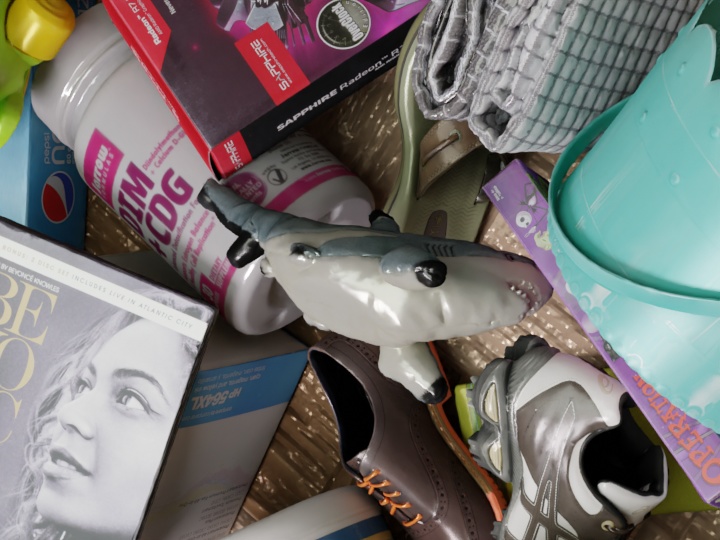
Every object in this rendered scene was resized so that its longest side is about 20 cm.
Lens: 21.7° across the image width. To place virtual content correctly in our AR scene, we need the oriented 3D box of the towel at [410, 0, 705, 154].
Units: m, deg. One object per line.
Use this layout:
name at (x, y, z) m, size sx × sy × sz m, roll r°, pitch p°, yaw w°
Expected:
towel at (0.120, -0.160, 0.955) m, size 0.085 × 0.165 × 0.201 m, roll 33°, pitch 109°, yaw 30°

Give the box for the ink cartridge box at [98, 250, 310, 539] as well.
ink cartridge box at (-0.145, 0.107, 1.152) m, size 0.128 × 0.125 × 0.201 m, roll 32°, pitch 109°, yaw 24°

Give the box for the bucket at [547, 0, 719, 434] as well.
bucket at (0.197, -0.024, 0.905) m, size 0.207 × 0.207 × 0.135 m, roll 50°, pitch 120°, yaw 17°

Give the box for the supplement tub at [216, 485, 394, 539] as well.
supplement tub at (-0.021, 0.240, 1.079) m, size 0.144 × 0.144 × 0.201 m, roll -30°, pitch 79°, yaw 28°

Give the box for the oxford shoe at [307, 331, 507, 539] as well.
oxford shoe at (0.027, 0.123, 1.073) m, size 0.071 × 0.072 × 0.201 m, roll -43°, pitch 66°, yaw 49°

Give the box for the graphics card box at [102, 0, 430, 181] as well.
graphics card box at (-0.031, -0.157, 1.051) m, size 0.199 × 0.051 × 0.126 m, roll -32°, pitch 71°, yaw -5°

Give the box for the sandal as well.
sandal at (0.058, -0.061, 1.044) m, size 0.057 × 0.079 × 0.202 m, roll 35°, pitch 122°, yaw 51°

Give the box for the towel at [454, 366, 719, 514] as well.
towel at (0.149, 0.095, 1.045) m, size 0.199 × 0.018 × 0.087 m, roll -8°, pitch 95°, yaw 30°

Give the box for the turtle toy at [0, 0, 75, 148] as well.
turtle toy at (-0.244, -0.126, 1.096) m, size 0.146 × 0.101 × 0.200 m, roll -49°, pitch 34°, yaw 23°

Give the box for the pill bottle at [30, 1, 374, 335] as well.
pill bottle at (-0.097, -0.066, 1.117) m, size 0.200 × 0.113 × 0.114 m, roll 42°, pitch 113°, yaw 21°

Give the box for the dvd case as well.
dvd case at (-0.178, 0.087, 1.063) m, size 0.148 × 0.016 × 0.201 m, roll 22°, pitch 97°, yaw 15°

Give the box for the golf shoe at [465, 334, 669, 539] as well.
golf shoe at (0.118, 0.130, 0.988) m, size 0.094 × 0.078 × 0.201 m, roll 13°, pitch 135°, yaw 37°

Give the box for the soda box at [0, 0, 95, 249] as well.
soda box at (-0.220, -0.085, 1.215) m, size 0.068 × 0.064 × 0.201 m, roll 7°, pitch 97°, yaw 29°

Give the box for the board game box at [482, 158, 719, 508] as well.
board game box at (0.145, 0.037, 0.963) m, size 0.032 × 0.120 × 0.200 m, roll -37°, pitch 65°, yaw 9°

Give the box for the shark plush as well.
shark plush at (0.000, 0.000, 0.998) m, size 0.199 × 0.083 × 0.091 m, roll 11°, pitch 131°, yaw 35°
